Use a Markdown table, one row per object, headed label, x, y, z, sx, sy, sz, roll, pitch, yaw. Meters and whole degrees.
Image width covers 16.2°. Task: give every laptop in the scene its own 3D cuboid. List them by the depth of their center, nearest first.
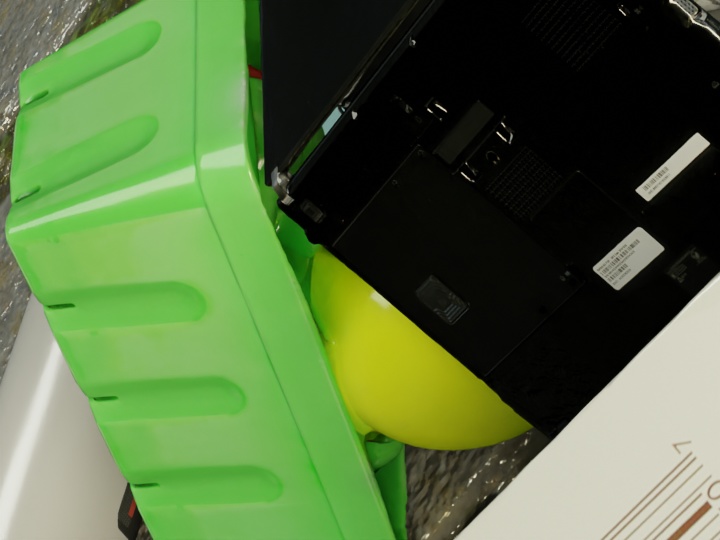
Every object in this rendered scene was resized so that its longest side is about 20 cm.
| label | x | y | z | sx | sy | sz | roll | pitch | yaw |
| --- | --- | --- | --- | --- | --- | --- | --- | --- | --- |
| laptop | 0.051 | -0.071 | 0.713 | 0.103 | 0.200 | 0.177 | -51 | 1 | -35 |

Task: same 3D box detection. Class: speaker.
| label | x | y | z | sx | sy | sz | roll | pitch | yaw |
| --- | --- | --- | --- | --- | --- | --- | --- | --- | --- |
| speaker | -0.121 | 0.056 | 1.130 | 0.081 | 0.081 | 0.201 | -13 | 54 | 52 |

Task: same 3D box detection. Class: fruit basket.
| label | x | y | z | sx | sy | sz | roll | pitch | yaw |
| --- | --- | --- | --- | --- | --- | --- | --- | --- | --- |
| fruit basket | 0.000 | 0.000 | 0.862 | 0.216 | 0.215 | 0.156 | -42 | 31 | 29 |

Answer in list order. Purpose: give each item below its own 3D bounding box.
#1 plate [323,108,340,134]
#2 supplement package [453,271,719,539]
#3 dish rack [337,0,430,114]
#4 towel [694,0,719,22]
| label | x | y | z | sx | sy | sz | roll | pitch | yaw |
| --- | --- | --- | --- | --- | --- | --- | --- | --- | --- |
| plate | 0.007 | -0.018 | 1.052 | 0.200 | 0.026 | 0.201 | -36 | 39 | 35 |
| supplement package | 0.125 | 0.071 | 0.602 | 0.117 | 0.200 | 0.117 | -48 | 70 | 22 |
| dish rack | 0.089 | -0.105 | 0.941 | 0.200 | 0.055 | 0.154 | 8 | 61 | 55 |
| towel | 0.149 | -0.086 | 0.754 | 0.199 | 0.086 | 0.165 | -26 | 11 | -36 |
